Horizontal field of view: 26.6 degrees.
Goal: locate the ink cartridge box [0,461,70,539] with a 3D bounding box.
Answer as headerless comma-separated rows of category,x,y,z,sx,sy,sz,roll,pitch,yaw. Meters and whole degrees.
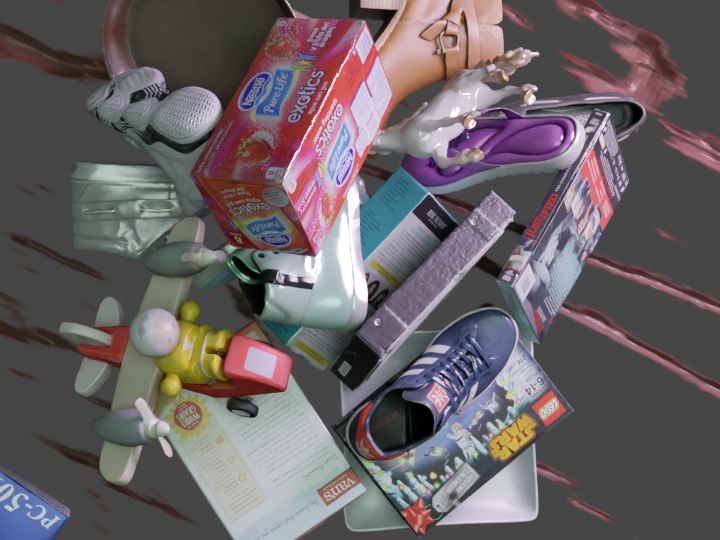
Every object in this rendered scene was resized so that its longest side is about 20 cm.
ink cartridge box,-0.386,0.214,1.456,0.200,0.044,0.094,36,87,-8

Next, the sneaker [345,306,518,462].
sneaker,0.075,0.112,1.437,0.200,0.085,0.075,-43,95,-6

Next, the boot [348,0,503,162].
boot,0.065,-0.202,1.515,0.155,0.074,0.200,3,95,-16

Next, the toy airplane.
toy airplane,-0.187,0.068,1.395,0.199,0.141,0.200,-31,68,-3

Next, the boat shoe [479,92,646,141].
boat shoe,0.192,-0.145,1.540,0.200,0.057,0.067,-12,92,-9

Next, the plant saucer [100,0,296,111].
plant saucer,-0.148,-0.214,1.457,0.200,0.032,0.200,4,119,8

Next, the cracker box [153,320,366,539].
cracker box,-0.104,0.169,1.480,0.134,0.058,0.200,-32,84,-8

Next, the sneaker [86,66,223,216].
sneaker,-0.178,-0.117,1.416,0.075,0.200,0.115,-39,125,-23

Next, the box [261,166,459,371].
box,0.000,0.000,1.477,0.200,0.082,0.049,-47,56,1

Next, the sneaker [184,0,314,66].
sneaker,-0.125,-0.240,1.483,0.200,0.070,0.076,23,94,-6

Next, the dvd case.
dvd case,0.202,-0.041,1.493,0.022,0.146,0.200,23,75,26

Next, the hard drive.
hard drive,0.059,0.022,1.458,0.038,0.140,0.200,42,68,4

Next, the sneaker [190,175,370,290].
sneaker,-0.070,-0.016,1.491,0.200,0.074,0.082,-28,92,-7

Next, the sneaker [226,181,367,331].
sneaker,-0.065,-0.042,1.398,0.118,0.074,0.201,3,61,-26

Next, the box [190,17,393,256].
box,-0.056,-0.121,1.349,0.095,0.100,0.200,6,54,27

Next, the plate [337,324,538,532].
plate,0.077,0.157,1.537,0.200,0.032,0.200,-2,91,-9

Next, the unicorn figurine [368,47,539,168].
unicorn figurine,0.075,-0.145,1.446,0.200,0.137,0.074,-29,112,-32

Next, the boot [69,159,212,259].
boot,-0.182,-0.056,1.482,0.200,0.074,0.096,3,98,-3

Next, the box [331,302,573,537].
box,0.091,0.146,1.503,0.200,0.040,0.137,-39,97,-7

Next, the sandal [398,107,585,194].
sandal,0.121,-0.127,1.480,0.050,0.203,0.083,46,46,-44
